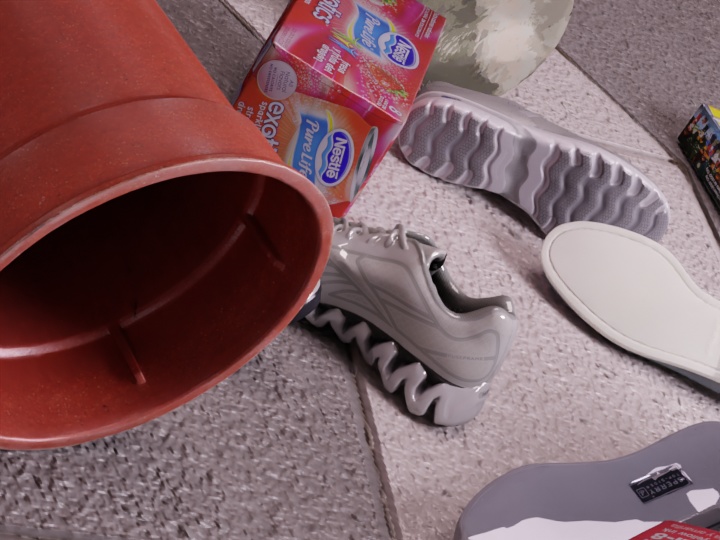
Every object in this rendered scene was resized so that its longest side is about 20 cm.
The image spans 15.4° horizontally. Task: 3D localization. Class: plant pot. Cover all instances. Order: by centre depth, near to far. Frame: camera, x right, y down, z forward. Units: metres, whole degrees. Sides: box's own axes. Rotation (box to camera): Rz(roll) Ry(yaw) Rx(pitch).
[{"bbox_3d":[-0.144,-0.055,1.240,0.200,0.201,0.196,4,46,-47],"label":"plant pot"}]

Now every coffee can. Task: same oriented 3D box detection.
[{"bbox_3d":[0.041,-0.231,1.872,0.146,0.147,0.200,11,34,-40],"label":"coffee can"}]

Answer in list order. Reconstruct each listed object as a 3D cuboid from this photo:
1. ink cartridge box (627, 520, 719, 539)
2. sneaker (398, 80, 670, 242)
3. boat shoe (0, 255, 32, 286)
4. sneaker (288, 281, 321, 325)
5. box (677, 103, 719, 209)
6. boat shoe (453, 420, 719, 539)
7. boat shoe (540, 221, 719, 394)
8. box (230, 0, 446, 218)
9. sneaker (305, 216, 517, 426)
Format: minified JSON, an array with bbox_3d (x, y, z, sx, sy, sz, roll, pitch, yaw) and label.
[{"bbox_3d":[0.121,0.213,1.090,0.144,0.146,0.199,15,23,39],"label":"ink cartridge box"},{"bbox_3d":[0.121,-0.079,1.782,0.199,0.075,0.082,28,27,-12],"label":"sneaker"},{"bbox_3d":[-0.165,-0.055,1.381,0.074,0.086,0.202,28,26,-13],"label":"boat shoe"},{"bbox_3d":[-0.096,-0.043,1.430,0.072,0.083,0.200,-32,52,-19],"label":"sneaker"},{"bbox_3d":[0.352,-0.047,2.052,0.199,0.038,0.137,20,28,-28],"label":"box"},{"bbox_3d":[0.132,0.140,1.423,0.199,0.066,0.074,-10,53,-29],"label":"boat shoe"},{"bbox_3d":[0.202,0.037,1.720,0.199,0.073,0.062,27,-18,1],"label":"boat shoe"},{"bbox_3d":[-0.021,-0.111,1.639,0.095,0.100,0.200,32,25,-5],"label":"box"},{"bbox_3d":[0.000,0.000,1.494,0.200,0.081,0.075,34,27,3],"label":"sneaker"}]
